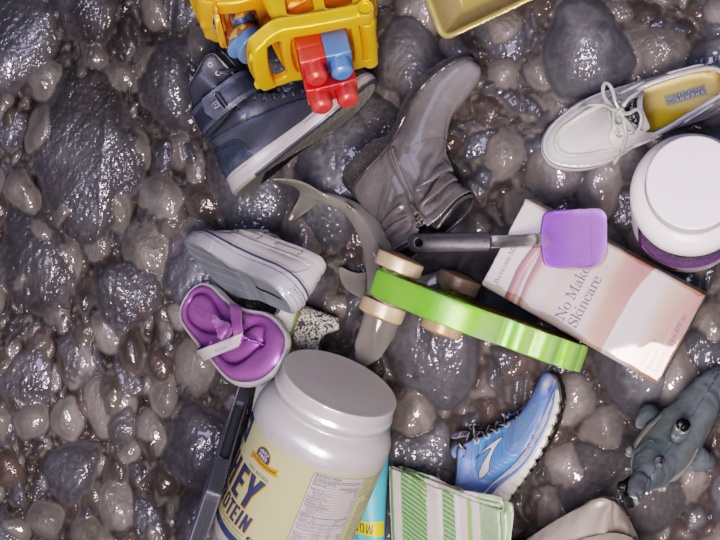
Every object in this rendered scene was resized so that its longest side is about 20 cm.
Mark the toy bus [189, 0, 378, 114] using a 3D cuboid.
[{"bbox_3d":[-0.073,-0.249,1.336,0.197,0.136,0.195,-10,68,-1],"label":"toy bus"}]

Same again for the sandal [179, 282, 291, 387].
[{"bbox_3d":[-0.146,0.066,1.381,0.202,0.050,0.083,24,88,50],"label":"sandal"}]

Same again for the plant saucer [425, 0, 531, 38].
[{"bbox_3d":[0.144,-0.367,1.357,0.198,0.048,0.202,-22,83,15],"label":"plant saucer"}]

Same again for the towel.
[{"bbox_3d":[0.089,0.283,1.299,0.199,0.023,0.155,7,100,59],"label":"towel"}]

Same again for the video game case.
[{"bbox_3d":[-0.149,0.217,1.334,0.019,0.201,0.144,18,119,-5],"label":"video game case"}]

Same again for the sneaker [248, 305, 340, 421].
[{"bbox_3d":[-0.069,0.128,1.401,0.087,0.077,0.203,12,96,1],"label":"sneaker"}]

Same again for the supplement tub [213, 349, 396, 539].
[{"bbox_3d":[-0.054,0.197,1.311,0.144,0.145,0.202,27,111,15],"label":"supplement tub"}]

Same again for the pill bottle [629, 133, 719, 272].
[{"bbox_3d":[0.308,-0.064,1.218,0.110,0.200,0.113,-1,83,12],"label":"pill bottle"}]

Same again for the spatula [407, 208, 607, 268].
[{"bbox_3d":[0.141,-0.028,1.271,0.197,0.021,0.057,-2,86,21],"label":"spatula"}]

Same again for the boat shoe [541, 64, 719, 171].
[{"bbox_3d":[0.272,-0.154,1.295,0.199,0.086,0.076,-17,84,15],"label":"boat shoe"}]

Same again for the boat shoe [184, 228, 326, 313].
[{"bbox_3d":[-0.109,-0.009,1.398,0.067,0.074,0.199,-44,44,-21],"label":"boat shoe"}]

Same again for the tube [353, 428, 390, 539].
[{"bbox_3d":[0.000,0.225,1.390,0.077,0.050,0.203,8,96,31],"label":"tube"}]

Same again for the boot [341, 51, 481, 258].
[{"bbox_3d":[0.082,-0.113,1.341,0.201,0.069,0.132,-50,56,17],"label":"boot"}]

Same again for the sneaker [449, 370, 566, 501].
[{"bbox_3d":[0.137,0.182,1.331,0.089,0.078,0.201,36,99,11],"label":"sneaker"}]

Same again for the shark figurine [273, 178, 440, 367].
[{"bbox_3d":[0.003,-0.022,1.368,0.127,0.089,0.217,-28,80,5],"label":"shark figurine"}]

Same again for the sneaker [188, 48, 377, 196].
[{"bbox_3d":[-0.093,-0.196,1.407,0.201,0.077,0.147,-33,83,14],"label":"sneaker"}]

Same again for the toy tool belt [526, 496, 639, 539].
[{"bbox_3d":[0.199,0.319,1.287,0.199,0.125,0.124,-34,71,13],"label":"toy tool belt"}]

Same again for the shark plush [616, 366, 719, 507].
[{"bbox_3d":[0.287,0.158,1.241,0.091,0.199,0.084,48,133,22],"label":"shark plush"}]

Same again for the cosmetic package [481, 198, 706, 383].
[{"bbox_3d":[0.234,0.019,1.301,0.198,0.087,0.104,28,97,15],"label":"cosmetic package"}]

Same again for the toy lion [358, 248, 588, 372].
[{"bbox_3d":[0.123,0.051,1.282,0.190,0.199,0.070,23,93,34],"label":"toy lion"}]
